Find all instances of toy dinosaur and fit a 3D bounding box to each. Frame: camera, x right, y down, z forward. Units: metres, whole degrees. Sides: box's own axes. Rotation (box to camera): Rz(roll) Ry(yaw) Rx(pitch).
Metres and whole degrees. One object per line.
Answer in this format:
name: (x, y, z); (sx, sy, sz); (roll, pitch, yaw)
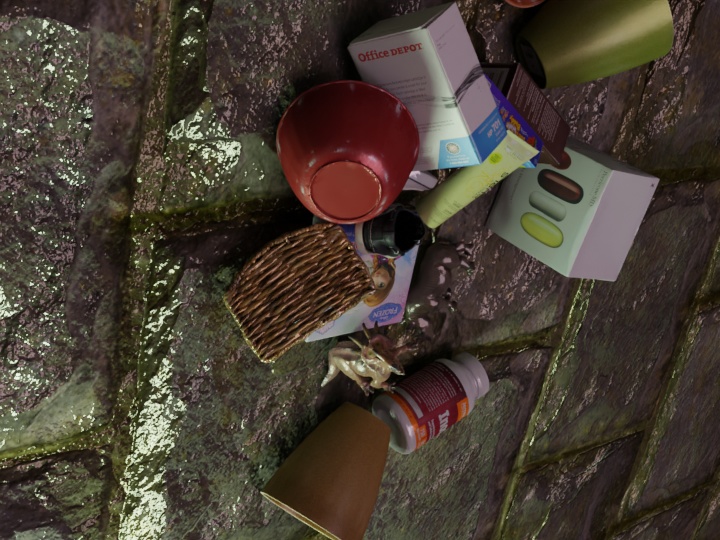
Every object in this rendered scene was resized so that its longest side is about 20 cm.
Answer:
toy dinosaur: (0.002, 0.137, 1.571); (0.135, 0.198, 0.087); (32, 56, -48)

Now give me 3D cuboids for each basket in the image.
basket: (-0.093, 0.022, 1.422); (0.199, 0.149, 0.144); (-33, 91, -3)

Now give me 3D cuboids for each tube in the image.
tube: (0.168, -0.137, 1.490); (0.199, 0.052, 0.058); (-37, 178, 30)

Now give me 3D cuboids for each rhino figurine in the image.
rhino figurine: (0.120, 0.040, 1.664); (0.087, 0.060, 0.202); (15, 107, -26)

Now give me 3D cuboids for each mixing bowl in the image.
mixing bowl: (-0.017, -0.137, 1.318); (0.197, 0.109, 0.202); (0, 131, 0)

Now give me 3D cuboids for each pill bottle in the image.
pill bottle: (0.127, 0.227, 1.754); (0.199, 0.113, 0.114); (-29, 132, -25)

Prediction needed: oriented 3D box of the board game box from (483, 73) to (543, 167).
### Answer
board game box: (0.169, -0.221, 1.484); (0.200, 0.133, 0.045); (35, 70, -48)

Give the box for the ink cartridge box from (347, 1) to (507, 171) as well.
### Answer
ink cartridge box: (0.091, -0.243, 1.345); (0.086, 0.145, 0.202); (-44, 120, -36)

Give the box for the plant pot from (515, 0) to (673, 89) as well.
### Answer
plant pot: (0.347, -0.371, 1.544); (0.198, 0.188, 0.188); (-29, 134, -4)

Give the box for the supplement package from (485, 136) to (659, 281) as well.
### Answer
supplement package: (0.353, -0.112, 1.676); (0.146, 0.199, 0.193); (4, 113, -43)

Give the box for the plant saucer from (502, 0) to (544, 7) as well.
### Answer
plant saucer: (0.254, -0.493, 1.468); (0.199, 0.032, 0.202); (-23, 130, -30)

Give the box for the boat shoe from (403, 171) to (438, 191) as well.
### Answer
boat shoe: (0.030, -0.141, 1.462); (0.199, 0.072, 0.066); (11, 113, -45)

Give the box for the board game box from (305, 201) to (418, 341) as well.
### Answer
board game box: (0.000, 0.000, 1.545); (0.198, 0.041, 0.202); (-10, 122, -38)

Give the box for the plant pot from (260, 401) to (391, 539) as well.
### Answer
plant pot: (-0.035, 0.328, 1.641); (0.201, 0.185, 0.187); (-58, 139, -15)

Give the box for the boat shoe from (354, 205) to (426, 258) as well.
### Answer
boat shoe: (0.060, -0.057, 1.438); (0.199, 0.065, 0.076); (0, 87, -65)

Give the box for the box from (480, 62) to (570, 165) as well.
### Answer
box: (0.240, -0.243, 1.553); (0.200, 0.099, 0.076); (38, 69, -48)
